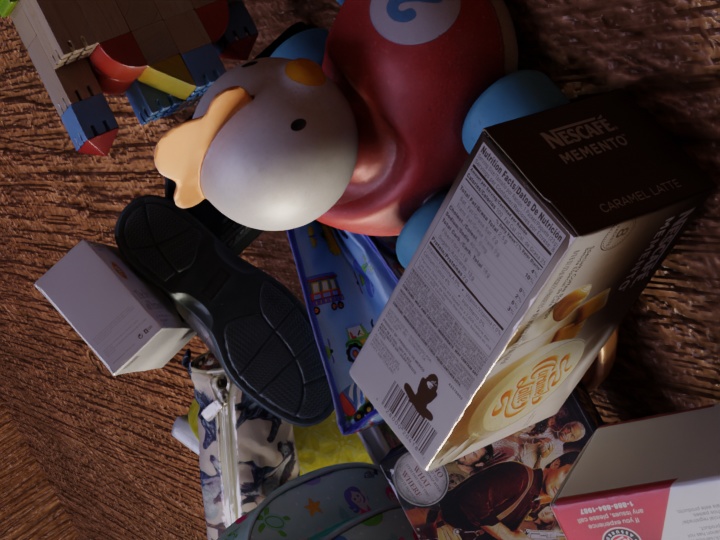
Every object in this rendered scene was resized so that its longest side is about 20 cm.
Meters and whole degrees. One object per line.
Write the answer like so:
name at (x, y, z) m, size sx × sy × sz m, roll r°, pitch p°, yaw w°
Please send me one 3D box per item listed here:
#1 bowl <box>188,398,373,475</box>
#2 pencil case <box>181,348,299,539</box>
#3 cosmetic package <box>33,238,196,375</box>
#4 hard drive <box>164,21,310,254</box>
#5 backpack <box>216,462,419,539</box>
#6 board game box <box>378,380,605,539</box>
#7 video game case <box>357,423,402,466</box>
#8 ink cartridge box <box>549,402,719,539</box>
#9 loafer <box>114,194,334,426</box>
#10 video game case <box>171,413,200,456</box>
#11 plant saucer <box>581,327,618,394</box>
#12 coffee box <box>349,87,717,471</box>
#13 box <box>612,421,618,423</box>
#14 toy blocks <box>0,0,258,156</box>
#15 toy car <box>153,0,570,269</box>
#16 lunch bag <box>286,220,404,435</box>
bowl at (-0.030, 0.109, 1.414) m, size 0.200 × 0.199 × 0.108 m, roll 38°, pitch 109°, yaw 41°
pencil case at (-0.085, 0.153, 1.283) m, size 0.077 × 0.089 × 0.202 m, roll 1°, pitch 102°, yaw 28°
cosmetic package at (-0.166, 0.026, 1.226) m, size 0.083 × 0.051 × 0.200 m, roll 46°, pitch 180°, yaw 2°
hard drive at (-0.086, -0.076, 1.259) m, size 0.033 × 0.140 × 0.200 m, roll 39°, pitch 155°, yaw 13°
backpack at (-0.007, 0.235, 1.193) m, size 0.201 × 0.177 × 0.151 m, roll 61°, pitch 144°, yaw 15°
board game box at (0.117, 0.175, 1.074) m, size 0.201 × 0.135 × 0.035 m, roll 61°, pitch -160°, yaw -2°
video game case at (0.039, 0.124, 1.311) m, size 0.201 × 0.018 × 0.143 m, roll 63°, pitch -158°, yaw -14°
ink cartridge box at (0.216, 0.179, 0.952) m, size 0.145 × 0.083 × 0.201 m, roll -15°, pitch 110°, yaw 34°
loafer at (-0.090, 0.026, 1.209) m, size 0.200 × 0.072 × 0.063 m, roll 47°, pitch 173°, yaw -2°
video game case at (-0.034, 0.173, 1.443) m, size 0.199 × 0.182 × 0.022 m, roll 33°, pitch 107°, yaw 25°
plant saucer at (0.097, -0.013, 1.090) m, size 0.200 × 0.037 × 0.201 m, roll 47°, pitch 158°, yaw 26°
coffee box at (0.089, 0.007, 0.942) m, size 0.080 × 0.114 × 0.201 m, roll 51°, pitch 136°, yaw 23°
box at (0.158, 0.224, 1.130) m, size 0.201 × 0.141 × 0.079 m, roll 58°, pitch -163°, yaw -1°
toy blocks at (-0.143, -0.163, 1.151) m, size 0.137 × 0.199 × 0.100 m, roll 62°, pitch 151°, yaw 3°
toy car at (-0.022, -0.088, 0.963) m, size 0.185 × 0.199 × 0.177 m, roll 51°, pitch 132°, yaw 27°
lunch bag at (0.000, 0.000, 1.194) m, size 0.201 × 0.094 × 0.150 m, roll 63°, pitch -168°, yaw 6°
